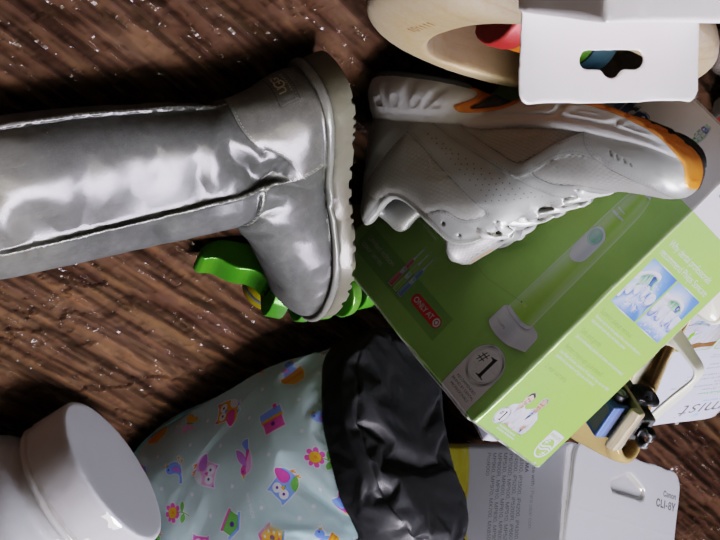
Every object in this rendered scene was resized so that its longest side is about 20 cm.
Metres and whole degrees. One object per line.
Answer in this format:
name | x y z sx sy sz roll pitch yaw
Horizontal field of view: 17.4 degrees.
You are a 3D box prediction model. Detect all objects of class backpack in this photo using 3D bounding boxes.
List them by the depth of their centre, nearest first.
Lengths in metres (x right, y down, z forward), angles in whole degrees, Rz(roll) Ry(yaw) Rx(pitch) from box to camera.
backpack | -0.044 0.132 1.453 0.200 0.167 0.126 -27 145 30

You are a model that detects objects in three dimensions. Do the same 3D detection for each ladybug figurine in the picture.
ladybug figurine | 0.094 -0.137 1.160 0.199 0.072 0.136 13 164 -36

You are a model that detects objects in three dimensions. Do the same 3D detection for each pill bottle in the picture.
pill bottle | -0.225 0.168 1.390 0.200 0.114 0.114 -32 150 13

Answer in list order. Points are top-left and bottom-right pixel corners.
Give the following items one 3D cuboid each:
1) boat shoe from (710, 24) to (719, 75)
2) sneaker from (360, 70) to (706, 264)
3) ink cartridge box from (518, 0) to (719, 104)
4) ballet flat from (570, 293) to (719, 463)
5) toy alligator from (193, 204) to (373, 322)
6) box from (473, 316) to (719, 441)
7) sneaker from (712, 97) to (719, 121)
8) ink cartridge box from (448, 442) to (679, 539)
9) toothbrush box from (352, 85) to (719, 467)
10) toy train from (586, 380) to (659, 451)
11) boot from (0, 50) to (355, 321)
boat shoe | 0.233 -0.141 1.276 0.074 0.074 0.200 -2 -179 16
sneaker | 0.085 -0.044 1.205 0.076 0.199 0.092 13 89 -52
ink cartridge box | 0.137 -0.171 1.054 0.117 0.067 0.201 -4 102 -33
ballet flat | 0.181 0.026 1.337 0.069 0.063 0.200 -15 140 -52
toy alligator | 0.000 0.000 1.353 0.199 0.054 0.059 -6 146 -32
box | 0.176 0.017 1.475 0.199 0.097 0.177 -4 145 -34
sneaker | 0.249 -0.064 1.333 0.077 0.082 0.200 -3 -179 1
ink cartridge box | 0.091 0.164 1.566 0.199 0.084 0.145 -4 165 37
toothbrush box | 0.109 -0.020 1.268 0.200 0.146 0.086 -46 143 7
toy train | 0.108 0.025 1.331 0.046 0.200 0.034 4 130 -38
boot | -0.104 -0.024 1.208 0.199 0.073 0.182 -21 132 -23
